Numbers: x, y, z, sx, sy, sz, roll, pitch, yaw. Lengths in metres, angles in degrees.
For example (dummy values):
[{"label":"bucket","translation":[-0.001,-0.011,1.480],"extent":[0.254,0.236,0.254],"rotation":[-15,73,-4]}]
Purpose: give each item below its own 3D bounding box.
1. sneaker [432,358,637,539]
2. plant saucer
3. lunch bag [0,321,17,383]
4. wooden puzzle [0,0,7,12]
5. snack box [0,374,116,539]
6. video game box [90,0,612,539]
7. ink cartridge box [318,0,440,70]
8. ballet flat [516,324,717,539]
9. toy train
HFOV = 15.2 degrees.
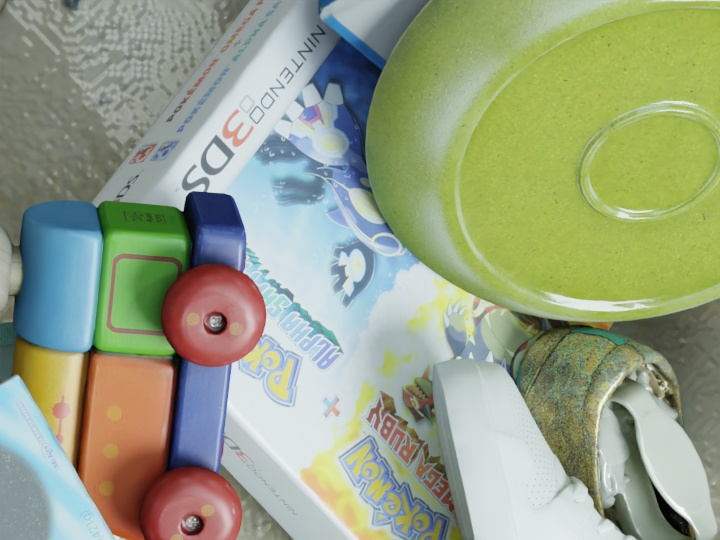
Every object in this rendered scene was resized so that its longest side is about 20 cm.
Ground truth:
[{"label":"sneaker","translation":[0.101,0.115,0.993],"extent":[0.116,0.074,0.200],"rotation":[-18,92,-1]},{"label":"plant saucer","translation":[0.103,-0.047,0.975],"extent":[0.200,0.200,0.031],"rotation":[1,43,-14]},{"label":"lunch bag","translation":[-0.197,0.112,0.973],"extent":[0.200,0.122,0.170],"rotation":[-6,82,-21]},{"label":"wooden puzzle","translation":[-0.252,-0.085,1.035],"extent":[0.185,0.046,0.200],"rotation":[27,74,-8]},{"label":"snack box","translation":[-0.106,0.147,0.839],"extent":[0.116,0.037,0.200],"rotation":[-31,89,-8]},{"label":"video game box","translation":[0.000,0.000,1.032],"extent":[0.200,0.047,0.182],"rotation":[48,63,-25]},{"label":"ink cartridge box","translation":[0.059,-0.149,1.036],"extent":[0.145,0.084,0.200],"rotation":[37,39,-37]},{"label":"ballet flat","translation":[0.117,0.115,1.048],"extent":[0.071,0.071,0.200],"rotation":[-23,103,-17]},{"label":"toy train","translation":[-0.101,0.071,0.918],"extent":[0.116,0.085,0.200],"rotation":[5,106,-9]}]
